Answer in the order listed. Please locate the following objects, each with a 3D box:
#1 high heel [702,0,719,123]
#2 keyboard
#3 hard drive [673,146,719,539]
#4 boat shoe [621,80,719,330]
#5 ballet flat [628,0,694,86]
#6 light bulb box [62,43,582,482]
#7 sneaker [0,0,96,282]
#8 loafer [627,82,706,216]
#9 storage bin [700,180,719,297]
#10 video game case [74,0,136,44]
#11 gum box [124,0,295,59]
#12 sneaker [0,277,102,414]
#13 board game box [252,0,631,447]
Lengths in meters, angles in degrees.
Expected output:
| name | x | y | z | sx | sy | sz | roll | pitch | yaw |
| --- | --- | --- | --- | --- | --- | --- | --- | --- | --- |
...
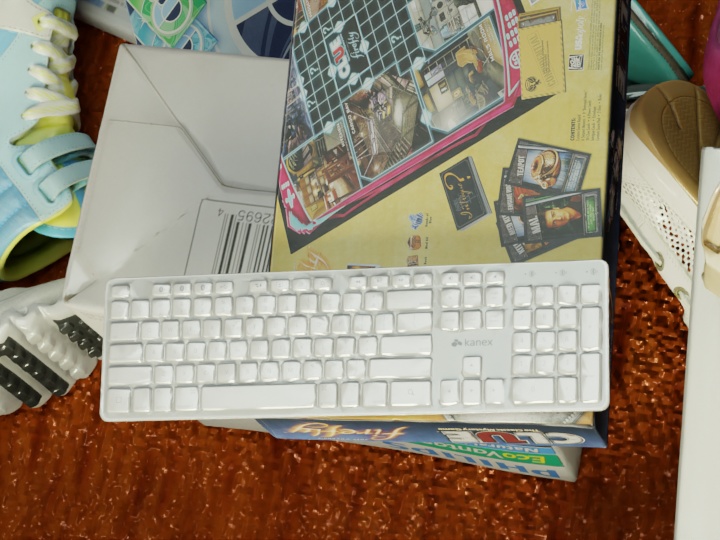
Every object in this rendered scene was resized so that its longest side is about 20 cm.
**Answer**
| name | x | y | z | sx | sy | sz | roll | pitch | yaw |
| --- | --- | --- | --- | --- | --- | --- | --- | --- | --- |
| high heel | 0.199 | -0.119 | 1.093 | 0.067 | 0.200 | 0.097 | 9 | 114 | 11 |
| keyboard | -0.004 | 0.027 | 0.897 | 0.199 | 0.011 | 0.057 | -2 | 72 | 15 |
| hard drive | 0.204 | 0.052 | 1.008 | 0.131 | 0.027 | 0.202 | 4 | 94 | 5 |
| boat shoe | 0.177 | 0.008 | 1.068 | 0.071 | 0.069 | 0.200 | -36 | 89 | -39 |
| ballet flat | 0.081 | -0.146 | 1.160 | 0.070 | 0.067 | 0.201 | -36 | 72 | 3 |
| light bulb box | 0.000 | 0.000 | 1.057 | 0.197 | 0.200 | 0.126 | 7 | 73 | 18 |
| sneaker | -0.155 | -0.085 | 1.192 | 0.130 | 0.079 | 0.201 | 33 | 100 | 23 |
| loafer | 0.152 | -0.053 | 1.109 | 0.199 | 0.072 | 0.063 | -8 | 74 | 10 |
| storage bin | 0.266 | -0.029 | 0.930 | 0.200 | 0.094 | 0.199 | 36 | 82 | 13 |
| video game case | -0.046 | -0.185 | 1.238 | 0.199 | 0.022 | 0.183 | 24 | 78 | 22 |
| gum box | -0.026 | -0.163 | 1.155 | 0.199 | 0.044 | 0.171 | -27 | 66 | 26 |
| sneaker | -0.212 | 0.037 | 1.176 | 0.199 | 0.075 | 0.081 | -21 | 57 | 6 |
| board game box | 0.035 | -0.033 | 0.931 | 0.134 | 0.035 | 0.201 | 1 | 73 | 15 |
